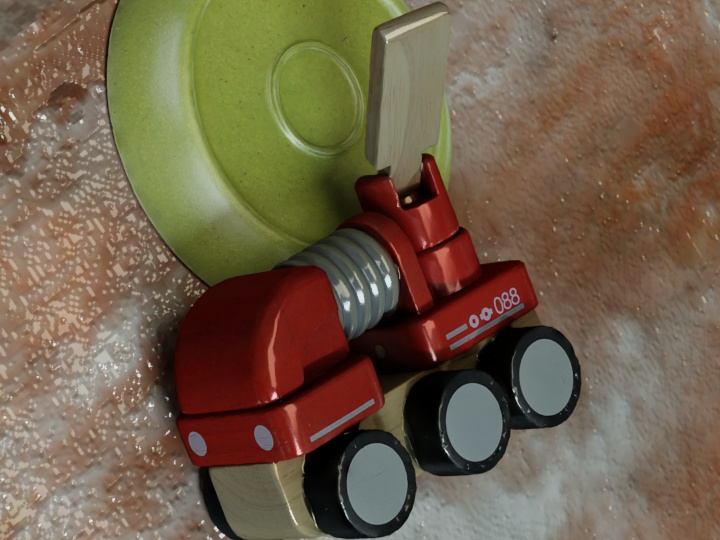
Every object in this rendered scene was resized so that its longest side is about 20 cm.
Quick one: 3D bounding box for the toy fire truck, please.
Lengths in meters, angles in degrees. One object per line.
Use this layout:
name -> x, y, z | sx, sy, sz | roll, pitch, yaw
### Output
toy fire truck -> 0.000, 0.000, 1.143 | 0.176, 0.128, 0.201 | -28, 103, -39

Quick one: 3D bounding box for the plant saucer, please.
plant saucer -> -0.027, -0.077, 1.224 | 0.199, 0.031, 0.201 | 12, 70, -35
